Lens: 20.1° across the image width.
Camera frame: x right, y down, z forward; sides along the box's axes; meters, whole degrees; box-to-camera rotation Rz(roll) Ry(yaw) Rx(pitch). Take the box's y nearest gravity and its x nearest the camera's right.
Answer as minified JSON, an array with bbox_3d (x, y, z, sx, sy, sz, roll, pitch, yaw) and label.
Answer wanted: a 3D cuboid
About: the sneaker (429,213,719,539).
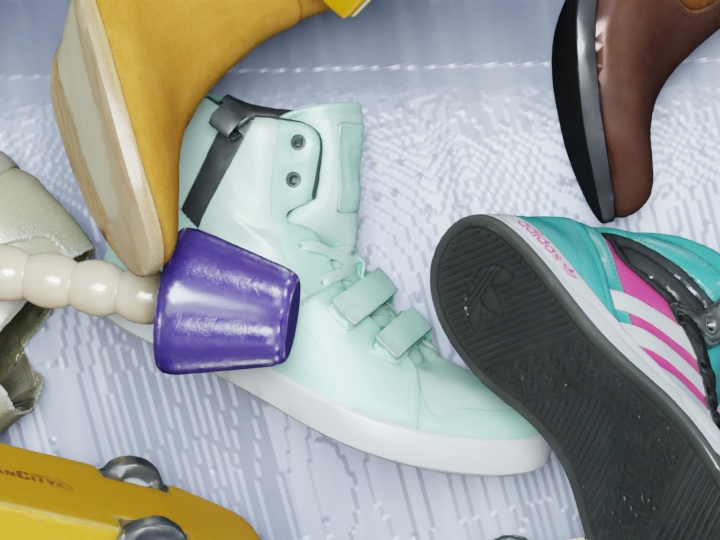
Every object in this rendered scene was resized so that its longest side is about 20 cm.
[{"bbox_3d":[0.122,0.056,0.779,0.201,0.120,0.084,56,129,24],"label":"sneaker"}]

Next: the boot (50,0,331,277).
[{"bbox_3d":[-0.048,-0.100,0.771,0.143,0.071,0.203,-8,68,-24],"label":"boot"}]

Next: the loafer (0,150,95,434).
[{"bbox_3d":[-0.170,0.052,0.827,0.068,0.076,0.201,24,94,8],"label":"loafer"}]

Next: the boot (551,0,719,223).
[{"bbox_3d":[0.177,-0.114,0.811,0.198,0.068,0.190,0,86,-3],"label":"boot"}]

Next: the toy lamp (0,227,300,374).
[{"bbox_3d":[-0.122,0.002,0.770,0.198,0.058,0.059,11,94,5],"label":"toy lamp"}]

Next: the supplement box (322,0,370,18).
[{"bbox_3d":[-0.029,-0.213,0.734,0.200,0.109,0.109,41,138,-8],"label":"supplement box"}]

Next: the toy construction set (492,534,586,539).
[{"bbox_3d":[0.096,0.170,0.806,0.198,0.092,0.132,-6,68,-3],"label":"toy construction set"}]

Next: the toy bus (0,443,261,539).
[{"bbox_3d":[-0.129,0.111,0.788,0.198,0.065,0.079,16,105,-22],"label":"toy bus"}]

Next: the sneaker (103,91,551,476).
[{"bbox_3d":[0.000,0.000,0.809,0.199,0.074,0.119,24,101,5],"label":"sneaker"}]
